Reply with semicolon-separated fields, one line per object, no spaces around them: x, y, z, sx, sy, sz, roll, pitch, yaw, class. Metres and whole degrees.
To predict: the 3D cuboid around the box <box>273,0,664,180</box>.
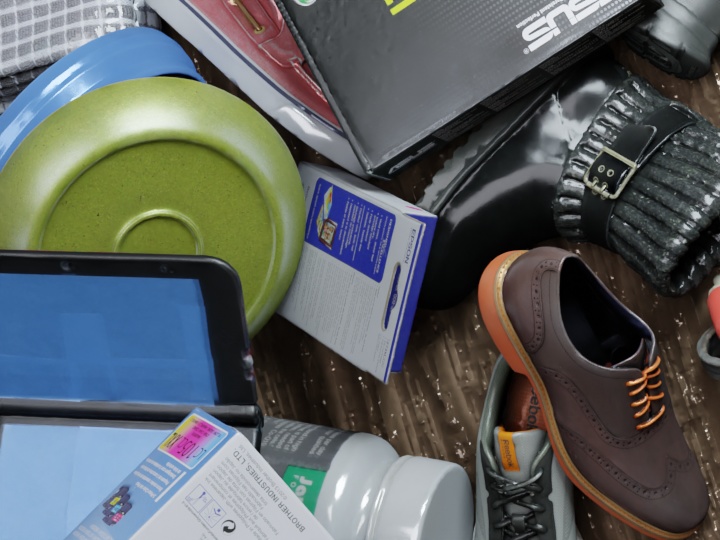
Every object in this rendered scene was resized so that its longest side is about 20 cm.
0.047;-0.185;1.449;0.199;0.047;0.194;-31;73;15;box

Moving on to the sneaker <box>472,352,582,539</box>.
0.094;0.134;1.448;0.074;0.079;0.201;0;84;20;sneaker

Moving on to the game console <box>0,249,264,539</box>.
-0.164;0.090;1.404;0.199;0.119;0.173;2;68;11;game console

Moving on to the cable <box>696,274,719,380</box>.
0.220;0.046;1.370;0.097;0.200;0.050;-36;107;25;cable

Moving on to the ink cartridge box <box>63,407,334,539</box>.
-0.107;0.195;1.340;0.200;0.076;0.137;-45;110;-13;ink cartridge box

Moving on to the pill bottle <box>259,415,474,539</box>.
-0.040;0.147;1.481;0.199;0.113;0.114;7;85;23;pill bottle

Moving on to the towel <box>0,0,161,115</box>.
-0.235;-0.189;1.623;0.199;0.086;0.166;-14;77;20;towel

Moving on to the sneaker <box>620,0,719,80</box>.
0.151;-0.199;1.484;0.200;0.076;0.091;38;86;18;sneaker

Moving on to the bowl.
-0.168;-0.056;1.513;0.039;0.200;0.201;39;98;21;bowl

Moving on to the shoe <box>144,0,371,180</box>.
-0.042;-0.149;1.547;0.200;0.071;0.091;42;98;22;shoe

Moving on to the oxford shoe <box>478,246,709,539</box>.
0.144;0.073;1.398;0.200;0.071;0.072;53;150;-15;oxford shoe

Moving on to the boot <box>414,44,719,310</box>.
0.127;-0.025;1.456;0.158;0.079;0.211;42;98;21;boot

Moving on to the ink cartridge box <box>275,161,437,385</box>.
0.000;0.000;1.456;0.200;0.037;0.095;-148;70;-67;ink cartridge box

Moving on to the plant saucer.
-0.123;-0.014;1.449;0.200;0.200;0.031;-52;29;8;plant saucer
